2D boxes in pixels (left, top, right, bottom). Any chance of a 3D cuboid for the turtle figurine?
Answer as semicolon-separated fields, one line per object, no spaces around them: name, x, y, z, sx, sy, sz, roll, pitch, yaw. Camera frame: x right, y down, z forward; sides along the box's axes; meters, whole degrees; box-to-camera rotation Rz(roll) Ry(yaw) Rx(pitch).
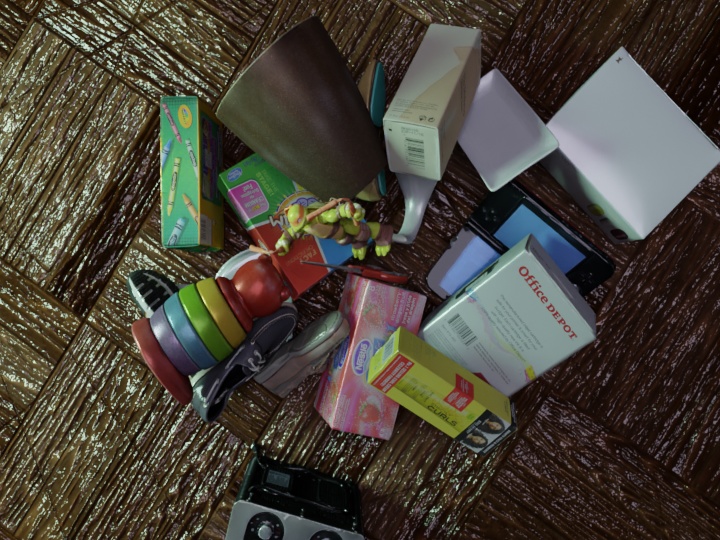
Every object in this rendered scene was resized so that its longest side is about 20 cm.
turtle figurine;-0.045;-0.056;0.813;0.197;0.158;0.067;-24;62;42

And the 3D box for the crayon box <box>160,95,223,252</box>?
crayon box;-0.241;-0.133;0.899;0.056;0.119;0.208;-1;88;3

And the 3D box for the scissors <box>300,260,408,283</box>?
scissors;0.000;0.000;0.847;0.072;0.198;0.014;21;96;29

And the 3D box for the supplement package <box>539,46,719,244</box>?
supplement package;0.360;-0.166;0.865;0.156;0.111;0.201;-43;86;2

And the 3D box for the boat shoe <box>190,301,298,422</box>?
boat shoe;-0.155;0.131;0.868;0.199;0.073;0.063;-43;46;-2

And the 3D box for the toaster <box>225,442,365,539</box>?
toaster;-0.092;0.347;0.853;0.175;0.200;0.122;18;92;-4

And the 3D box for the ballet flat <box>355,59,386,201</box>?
ballet flat;0.004;-0.206;0.913;0.061;0.068;0.208;-1;88;17

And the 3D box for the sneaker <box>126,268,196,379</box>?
sneaker;-0.281;0.089;0.915;0.080;0.074;0.201;-40;89;31

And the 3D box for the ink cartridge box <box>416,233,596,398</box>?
ink cartridge box;0.198;0.074;0.843;0.199;0.083;0.147;-40;90;27

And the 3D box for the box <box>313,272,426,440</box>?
box;0.011;0.118;0.873;0.092;0.102;0.207;15;91;-20

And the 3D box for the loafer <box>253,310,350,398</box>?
loafer;-0.074;0.123;0.880;0.063;0.073;0.198;45;129;-14

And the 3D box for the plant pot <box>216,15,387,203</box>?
plant pot;-0.059;-0.190;0.832;0.186;0.187;0.201;-41;99;2

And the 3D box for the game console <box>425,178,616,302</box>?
game console;0.218;0.004;0.868;0.199;0.173;0.119;39;59;3

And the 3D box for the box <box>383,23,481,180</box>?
box;0.102;-0.232;0.843;0.075;0.096;0.204;13;59;19

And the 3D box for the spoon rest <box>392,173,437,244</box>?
spoon rest;0.077;-0.136;0.910;0.097;0.060;0.207;9;82;27

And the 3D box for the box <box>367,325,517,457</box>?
box;0.108;0.159;0.807;0.198;0.051;0.075;35;121;-14

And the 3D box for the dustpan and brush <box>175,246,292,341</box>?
dustpan and brush;-0.198;0.033;0.932;0.193;0.057;0.145;0;97;-3

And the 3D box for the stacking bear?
stacking bear;-0.186;0.060;0.816;0.197;0.115;0.122;-34;63;-9

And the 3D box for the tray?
tray;0.189;-0.196;0.865;0.106;0.022;0.203;-33;47;13

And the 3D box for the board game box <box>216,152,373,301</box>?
board game box;-0.091;-0.085;0.898;0.151;0.040;0.202;-35;88;-23
